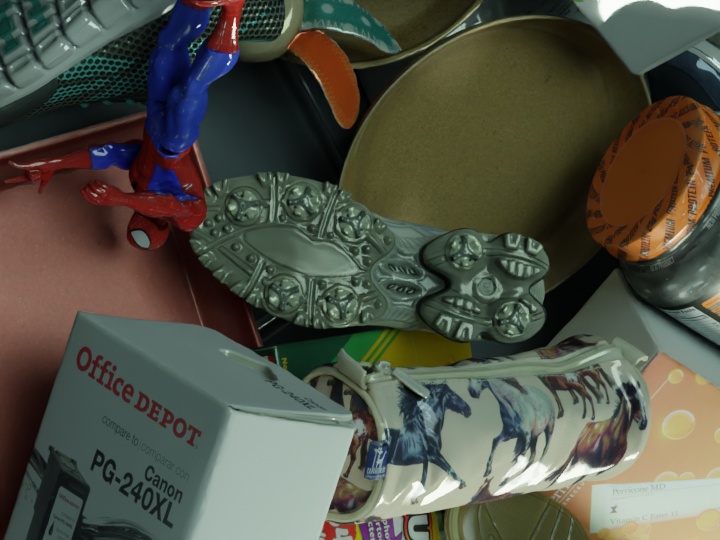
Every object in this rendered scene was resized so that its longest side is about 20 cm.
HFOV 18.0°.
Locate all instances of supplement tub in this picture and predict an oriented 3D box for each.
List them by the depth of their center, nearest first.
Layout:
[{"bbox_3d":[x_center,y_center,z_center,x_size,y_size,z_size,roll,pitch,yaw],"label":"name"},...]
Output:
[{"bbox_3d":[0.233,-0.011,1.300,0.200,0.122,0.123,31,67,-26],"label":"supplement tub"}]

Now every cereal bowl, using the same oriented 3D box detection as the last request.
[{"bbox_3d":[0.096,-0.150,1.357,0.199,0.083,0.201,5,80,-32],"label":"cereal bowl"}]

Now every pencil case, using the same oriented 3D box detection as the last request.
[{"bbox_3d":[0.059,0.078,1.172,0.199,0.090,0.078,-5,45,-37],"label":"pencil case"}]

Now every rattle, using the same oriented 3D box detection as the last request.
[{"bbox_3d":[-0.062,-0.178,1.196,0.130,0.143,0.200,-32,75,-26],"label":"rattle"}]

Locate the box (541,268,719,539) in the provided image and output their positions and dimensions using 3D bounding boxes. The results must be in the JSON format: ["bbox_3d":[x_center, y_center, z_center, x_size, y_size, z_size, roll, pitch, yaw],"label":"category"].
[{"bbox_3d":[0.195,0.112,1.334,0.200,0.098,0.125,31,109,-24],"label":"box"}]

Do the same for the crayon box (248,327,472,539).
[{"bbox_3d":[0.005,0.134,1.235,0.172,0.058,0.201,-7,87,-51],"label":"crayon box"}]

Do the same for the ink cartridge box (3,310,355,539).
[{"bbox_3d":[-0.100,0.135,1.102,0.083,0.145,0.201,12,100,-41],"label":"ink cartridge box"}]

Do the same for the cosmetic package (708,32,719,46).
[{"bbox_3d":[0.266,-0.112,1.444,0.200,0.105,0.071,50,57,-14],"label":"cosmetic package"}]

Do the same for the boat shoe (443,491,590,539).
[{"bbox_3d":[0.104,0.180,1.272,0.200,0.063,0.073,38,63,-36],"label":"boat shoe"}]

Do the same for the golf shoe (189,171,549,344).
[{"bbox_3d":[0.000,0.000,1.240,0.199,0.097,0.079,15,86,-9],"label":"golf shoe"}]

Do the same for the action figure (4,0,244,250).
[{"bbox_3d":[-0.116,-0.074,1.123,0.099,0.200,0.065,-14,54,-22],"label":"action figure"}]

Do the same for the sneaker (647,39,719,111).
[{"bbox_3d":[0.199,-0.031,1.388,0.146,0.077,0.203,-42,119,-30],"label":"sneaker"}]

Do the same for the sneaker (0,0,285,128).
[{"bbox_3d":[-0.124,-0.111,1.170,0.091,0.199,0.078,51,19,-36],"label":"sneaker"}]

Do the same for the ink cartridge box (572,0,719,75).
[{"bbox_3d":[0.134,-0.233,1.269,0.146,0.084,0.201,44,27,-40],"label":"ink cartridge box"}]

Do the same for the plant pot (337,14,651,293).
[{"bbox_3d":[0.074,-0.061,1.302,0.199,0.028,0.201,-13,128,-18],"label":"plant pot"}]

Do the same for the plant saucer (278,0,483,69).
[{"bbox_3d":[-0.012,-0.206,1.287,0.199,0.035,0.201,0,78,-2],"label":"plant saucer"}]

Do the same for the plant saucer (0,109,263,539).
[{"bbox_3d":[-0.152,0.032,1.197,0.199,0.037,0.200,-19,92,-34],"label":"plant saucer"}]
